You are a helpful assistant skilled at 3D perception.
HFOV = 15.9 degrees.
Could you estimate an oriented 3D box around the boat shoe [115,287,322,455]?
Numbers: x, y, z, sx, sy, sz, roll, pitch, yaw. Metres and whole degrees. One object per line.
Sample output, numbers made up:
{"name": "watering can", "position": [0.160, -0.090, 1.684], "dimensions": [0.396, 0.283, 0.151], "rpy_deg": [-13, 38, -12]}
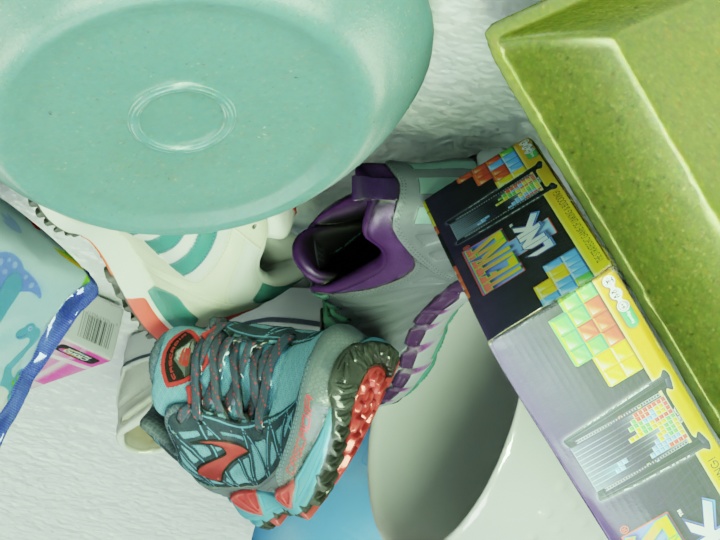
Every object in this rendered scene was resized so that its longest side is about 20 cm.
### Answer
{"name": "boat shoe", "position": [-0.057, 0.060, 1.309], "dimensions": [0.200, 0.070, 0.071], "rpy_deg": [-13, 147, 44]}

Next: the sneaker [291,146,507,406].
{"name": "sneaker", "position": [0.000, 0.000, 1.134], "dimensions": [0.087, 0.074, 0.200], "rpy_deg": [3, 151, -21]}

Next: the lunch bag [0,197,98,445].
{"name": "lunch bag", "position": [-0.241, -0.021, 1.148], "dimensions": [0.170, 0.127, 0.200], "rpy_deg": [34, 177, -41]}

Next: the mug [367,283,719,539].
{"name": "mug", "position": [0.126, 0.070, 1.166], "dimensions": [0.175, 0.148, 0.200], "rpy_deg": [17, 146, -23]}

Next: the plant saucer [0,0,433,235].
{"name": "plant saucer", "position": [-0.069, -0.070, 0.986], "dimensions": [0.200, 0.036, 0.200], "rpy_deg": [-4, 145, -3]}

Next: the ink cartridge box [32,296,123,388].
{"name": "ink cartridge box", "position": [-0.220, 0.036, 1.375], "dimensions": [0.095, 0.037, 0.200], "rpy_deg": [26, 154, -31]}

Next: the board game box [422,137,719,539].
{"name": "board game box", "position": [0.105, 0.064, 0.998], "dimensions": [0.057, 0.165, 0.200], "rpy_deg": [-31, 109, 5]}

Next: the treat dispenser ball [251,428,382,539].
{"name": "treat dispenser ball", "position": [0.041, 0.163, 1.338], "dimensions": [0.201, 0.201, 0.201], "rpy_deg": [9, 156, 4]}

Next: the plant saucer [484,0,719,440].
{"name": "plant saucer", "position": [0.169, -0.039, 0.923], "dimensions": [0.200, 0.048, 0.200], "rpy_deg": [-19, 106, 50]}

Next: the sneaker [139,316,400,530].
{"name": "sneaker", "position": [-0.052, 0.062, 1.139], "dimensions": [0.096, 0.079, 0.200], "rpy_deg": [31, 157, -7]}

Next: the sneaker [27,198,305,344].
{"name": "sneaker", "position": [-0.082, -0.040, 1.122], "dimensions": [0.093, 0.070, 0.200], "rpy_deg": [-18, 145, 10]}
